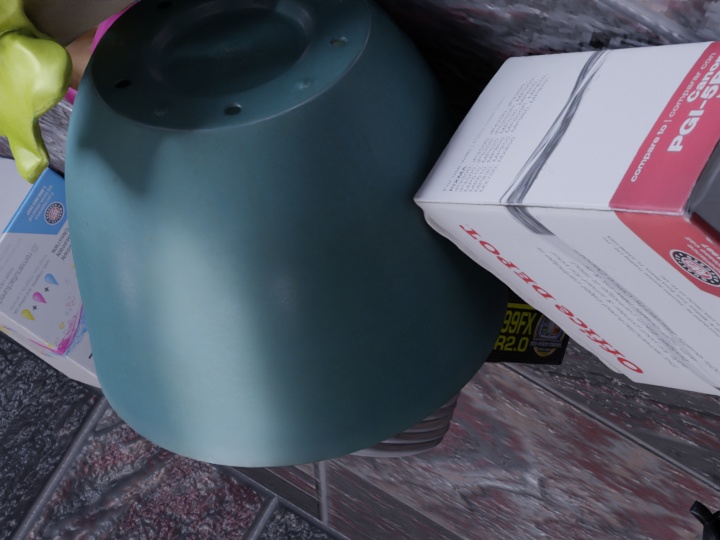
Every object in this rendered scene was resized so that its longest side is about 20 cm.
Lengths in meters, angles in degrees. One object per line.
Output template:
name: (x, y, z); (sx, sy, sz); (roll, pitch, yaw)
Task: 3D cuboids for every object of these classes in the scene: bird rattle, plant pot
bird rattle: (-0.138, -0.123, 0.916); (0.113, 0.163, 0.200); (60, 177, -18)
plant pot: (-0.042, -0.039, 0.951); (0.200, 0.201, 0.161); (24, 142, 35)

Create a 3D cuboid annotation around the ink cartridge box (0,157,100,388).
ink cartridge box: (-0.252, 0.012, 1.850); (0.200, 0.129, 0.125); (37, 167, -27)

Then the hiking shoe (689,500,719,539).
hiking shoe: (0.305, 0.219, 1.403); (0.200, 0.076, 0.101); (25, 170, 34)

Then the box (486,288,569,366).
box: (0.000, 0.000, 1.206); (0.200, 0.044, 0.160); (23, -169, 39)

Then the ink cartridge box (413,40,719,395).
ink cartridge box: (0.136, -0.017, 0.837); (0.147, 0.083, 0.200); (37, 167, -24)

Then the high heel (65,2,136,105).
high heel: (-0.151, -0.124, 1.180); (0.096, 0.068, 0.200); (21, -179, 2)

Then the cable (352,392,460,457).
cable: (-0.040, 0.047, 1.214); (0.200, 0.069, 0.200); (10, -169, -38)
